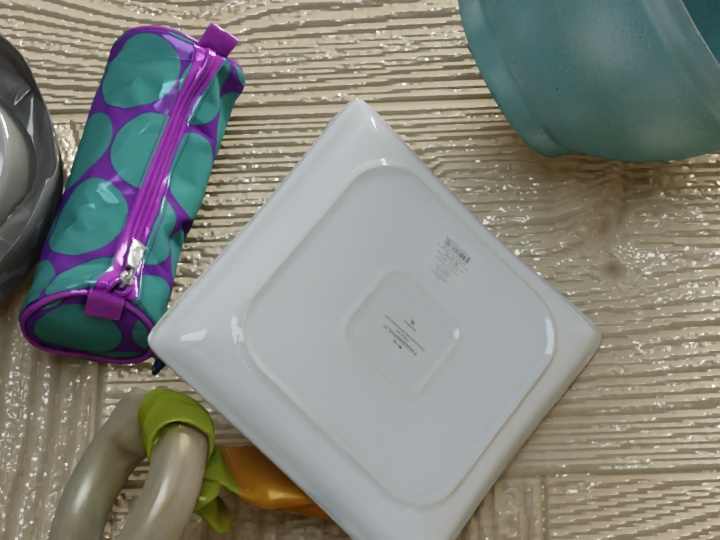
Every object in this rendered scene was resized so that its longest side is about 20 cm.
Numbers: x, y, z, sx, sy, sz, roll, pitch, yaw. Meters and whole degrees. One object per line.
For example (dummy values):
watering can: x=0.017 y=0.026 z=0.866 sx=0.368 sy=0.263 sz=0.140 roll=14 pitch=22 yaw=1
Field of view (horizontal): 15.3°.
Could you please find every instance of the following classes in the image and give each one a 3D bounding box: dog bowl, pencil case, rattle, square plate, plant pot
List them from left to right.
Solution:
dog bowl: x=-0.263 y=-0.051 z=1.551 sx=0.200 sy=0.059 sz=0.200 roll=-5 pitch=67 yaw=12
pencil case: x=-0.127 y=-0.043 z=1.534 sx=0.085 sy=0.092 sz=0.200 roll=27 pitch=58 yaw=-20
rattle: x=-0.110 y=0.173 z=1.446 sx=0.130 sy=0.143 sz=0.200 roll=9 pitch=73 yaw=46
square plate: x=0.017 y=0.035 z=1.453 sx=0.200 sy=0.028 sz=0.198 roll=44 pitch=63 yaw=-9
plant pot: x=0.140 y=-0.144 z=1.533 sx=0.134 sy=0.200 sz=0.200 roll=-25 pitch=57 yaw=21

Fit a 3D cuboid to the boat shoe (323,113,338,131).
boat shoe: x=0.000 y=0.000 z=1.513 sx=0.071 sy=0.070 sz=0.200 roll=-3 pitch=59 yaw=3
